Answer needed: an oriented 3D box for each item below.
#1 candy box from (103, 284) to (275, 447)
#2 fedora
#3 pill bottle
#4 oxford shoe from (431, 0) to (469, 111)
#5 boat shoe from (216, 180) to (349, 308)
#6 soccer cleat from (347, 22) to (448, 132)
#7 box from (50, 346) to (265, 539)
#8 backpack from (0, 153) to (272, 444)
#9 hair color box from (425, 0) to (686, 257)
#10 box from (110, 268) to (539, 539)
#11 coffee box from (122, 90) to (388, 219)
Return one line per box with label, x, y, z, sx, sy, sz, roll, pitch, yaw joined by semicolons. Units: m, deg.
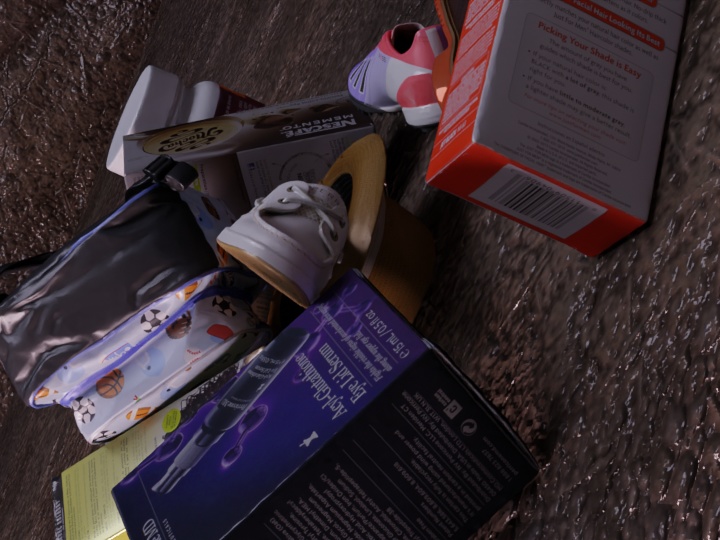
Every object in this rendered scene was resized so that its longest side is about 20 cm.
candy box;-0.126;0.096;1.328;0.136;0.061;0.202;-4;80;29
fedora;0.000;0.000;1.231;0.201;0.081;0.201;-90;26;-58
pill bottle;-0.110;-0.094;1.498;0.114;0.199;0.115;-57;19;32
oxford shoe;0.097;-0.165;1.199;0.072;0.071;0.201;-29;33;25
boat shoe;-0.041;-0.025;1.077;0.069;0.071;0.200;-51;5;2
soccer cleat;0.035;-0.154;1.310;0.200;0.068;0.074;-144;39;-70
box;-0.117;0.131;1.138;0.200;0.050;0.076;-34;48;25
backpack;-0.146;0.024;1.204;0.199;0.155;0.190;-30;-1;13
hair color box;0.115;-0.122;0.966;0.064;0.110;0.201;-38;33;59
box;-0.025;0.118;0.963;0.200;0.104;0.148;-43;24;-3
coffee box;-0.085;-0.076;1.386;0.113;0.199;0.080;-110;9;-68
